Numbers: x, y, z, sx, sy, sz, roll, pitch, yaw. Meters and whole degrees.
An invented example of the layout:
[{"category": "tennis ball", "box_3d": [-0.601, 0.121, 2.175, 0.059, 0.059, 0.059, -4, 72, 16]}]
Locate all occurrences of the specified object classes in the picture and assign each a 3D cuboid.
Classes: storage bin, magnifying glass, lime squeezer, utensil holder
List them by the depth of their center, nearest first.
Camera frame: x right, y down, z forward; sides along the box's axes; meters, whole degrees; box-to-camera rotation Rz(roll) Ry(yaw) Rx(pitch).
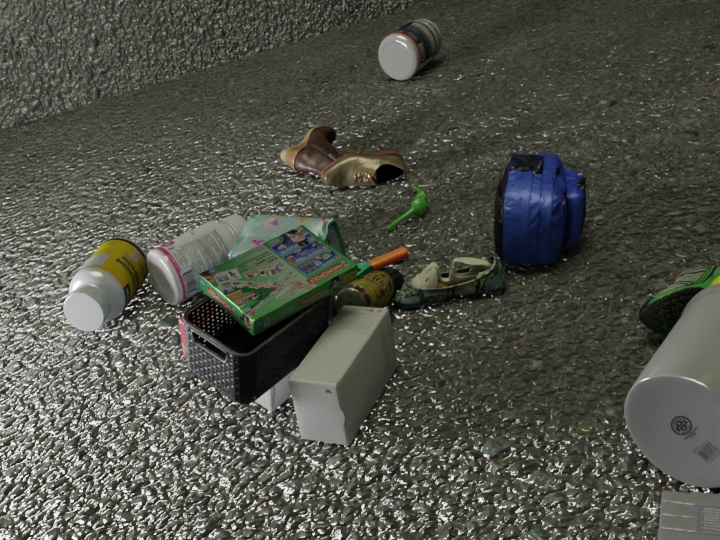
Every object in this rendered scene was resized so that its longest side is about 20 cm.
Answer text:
[{"category": "utensil holder", "box_3d": [0.434, 0.138, 1.115, 0.168, 0.173, 0.199, 14, 38, 40]}, {"category": "storage bin", "box_3d": [-0.149, 0.084, 1.337, 0.134, 0.095, 0.199, 27, 44, 28]}, {"category": "magnifying glass", "box_3d": [0.000, 0.000, 1.707, 0.196, 0.023, 0.079, -21, 29, -18]}, {"category": "lime squeezer", "box_3d": [0.115, -0.137, 1.917, 0.070, 0.038, 0.201, -33, 15, 34]}]

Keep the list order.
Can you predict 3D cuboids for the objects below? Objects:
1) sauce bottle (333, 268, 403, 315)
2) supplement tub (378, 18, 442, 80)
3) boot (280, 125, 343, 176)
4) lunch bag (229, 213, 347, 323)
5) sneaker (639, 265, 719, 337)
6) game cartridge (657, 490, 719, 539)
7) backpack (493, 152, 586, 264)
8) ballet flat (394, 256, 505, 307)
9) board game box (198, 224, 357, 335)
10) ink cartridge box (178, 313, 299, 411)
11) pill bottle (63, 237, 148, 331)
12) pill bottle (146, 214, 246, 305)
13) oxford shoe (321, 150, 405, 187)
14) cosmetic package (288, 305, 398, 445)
[{"category": "sauce bottle", "box_3d": [0.020, 0.036, 1.546, 0.063, 0.066, 0.200, 1, 13, 22]}, {"category": "supplement tub", "box_3d": [0.154, -0.679, 2.790, 0.138, 0.143, 0.200, 6, 32, 31]}, {"category": "boot", "box_3d": [-0.082, -0.286, 2.253, 0.164, 0.074, 0.199, 24, 41, 30]}, {"category": "lunch bag", "box_3d": [-0.104, 0.010, 1.542, 0.167, 0.202, 0.123, 4, 49, 25]}, {"category": "sneaker", "box_3d": [0.494, 0.046, 1.381, 0.196, 0.080, 0.085, -15, 19, -27]}, {"category": "game cartridge", "box_3d": [0.419, 0.295, 0.972, 0.196, 0.039, 0.130, 1, 26, 23]}, {"category": "backpack", "box_3d": [0.318, -0.109, 1.632, 0.164, 0.166, 0.201, 2, 29, 18]}, {"category": "ballet flat", "box_3d": [0.150, 0.013, 1.572, 0.195, 0.076, 0.075, -11, 27, 2]}, {"category": "board game box", "box_3d": [-0.119, 0.009, 1.337, 0.198, 0.030, 0.134, -28, 48, -34]}, {"category": "ink cartridge box", "box_3d": [-0.166, 0.113, 1.444, 0.197, 0.086, 0.145, 25, 42, 28]}, {"category": "pill bottle", "box_3d": [-0.489, 0.028, 1.749, 0.109, 0.114, 0.201, -5, 28, 13]}, {"category": "pill bottle", "box_3d": [-0.306, -0.026, 1.777, 0.198, 0.116, 0.112, -30, 32, -33]}, {"category": "oxford shoe", "box_3d": [0.008, -0.225, 2.077, 0.196, 0.072, 0.075, -15, 32, -3]}, {"category": "cosmetic package", "box_3d": [-0.020, 0.149, 1.341, 0.083, 0.110, 0.200, 4, 30, 25]}]
